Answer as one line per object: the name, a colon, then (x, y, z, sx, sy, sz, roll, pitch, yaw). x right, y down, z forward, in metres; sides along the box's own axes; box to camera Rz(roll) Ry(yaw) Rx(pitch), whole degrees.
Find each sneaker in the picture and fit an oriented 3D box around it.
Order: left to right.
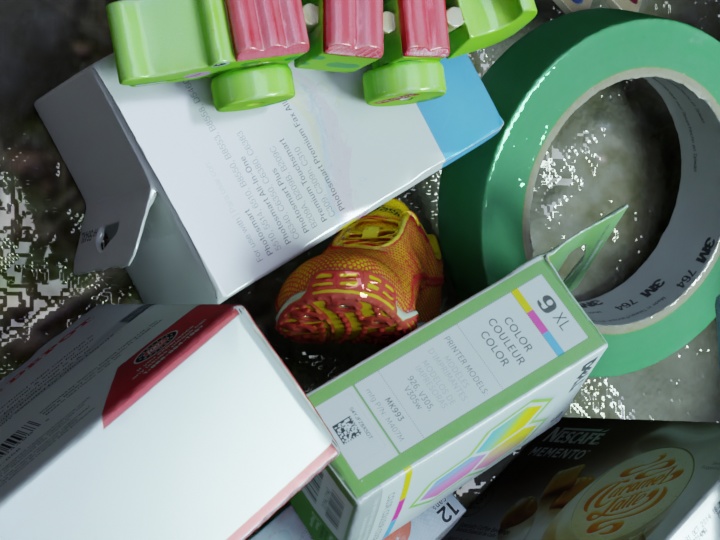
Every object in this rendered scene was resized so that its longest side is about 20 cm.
sneaker: (0.000, 0.000, 0.829, 0.072, 0.200, 0.078, 2, 88, 8)

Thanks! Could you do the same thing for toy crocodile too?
toy crocodile: (-0.015, -0.110, 0.746, 0.199, 0.062, 0.068, -5, 87, -22)

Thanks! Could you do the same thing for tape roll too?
tape roll: (0.139, -0.043, 0.924, 0.199, 0.048, 0.202, -9, 110, -27)

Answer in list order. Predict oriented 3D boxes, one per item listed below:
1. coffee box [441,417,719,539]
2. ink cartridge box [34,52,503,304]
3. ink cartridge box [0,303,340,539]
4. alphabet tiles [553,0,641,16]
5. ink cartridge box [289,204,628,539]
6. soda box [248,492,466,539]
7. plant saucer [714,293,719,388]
coffee box: (0.139, 0.143, 0.862, 0.114, 0.200, 0.080, -41, 103, -20)
ink cartridge box: (-0.059, -0.071, 0.827, 0.199, 0.128, 0.126, -31, 99, -22)
ink cartridge box: (-0.120, 0.088, 0.754, 0.144, 0.200, 0.084, -40, 106, -20)
alphabet tiles: (0.103, -0.238, 0.938, 0.200, 0.008, 0.168, 42, 50, -24)
ink cartridge box: (0.058, 0.057, 0.813, 0.199, 0.104, 0.059, -30, 72, -19)
soda box: (-0.040, 0.168, 0.846, 0.200, 0.068, 0.064, -39, 79, -21)
plant saucer: (0.203, 0.110, 0.774, 0.069, 0.019, 0.202, -1, 88, -24)
